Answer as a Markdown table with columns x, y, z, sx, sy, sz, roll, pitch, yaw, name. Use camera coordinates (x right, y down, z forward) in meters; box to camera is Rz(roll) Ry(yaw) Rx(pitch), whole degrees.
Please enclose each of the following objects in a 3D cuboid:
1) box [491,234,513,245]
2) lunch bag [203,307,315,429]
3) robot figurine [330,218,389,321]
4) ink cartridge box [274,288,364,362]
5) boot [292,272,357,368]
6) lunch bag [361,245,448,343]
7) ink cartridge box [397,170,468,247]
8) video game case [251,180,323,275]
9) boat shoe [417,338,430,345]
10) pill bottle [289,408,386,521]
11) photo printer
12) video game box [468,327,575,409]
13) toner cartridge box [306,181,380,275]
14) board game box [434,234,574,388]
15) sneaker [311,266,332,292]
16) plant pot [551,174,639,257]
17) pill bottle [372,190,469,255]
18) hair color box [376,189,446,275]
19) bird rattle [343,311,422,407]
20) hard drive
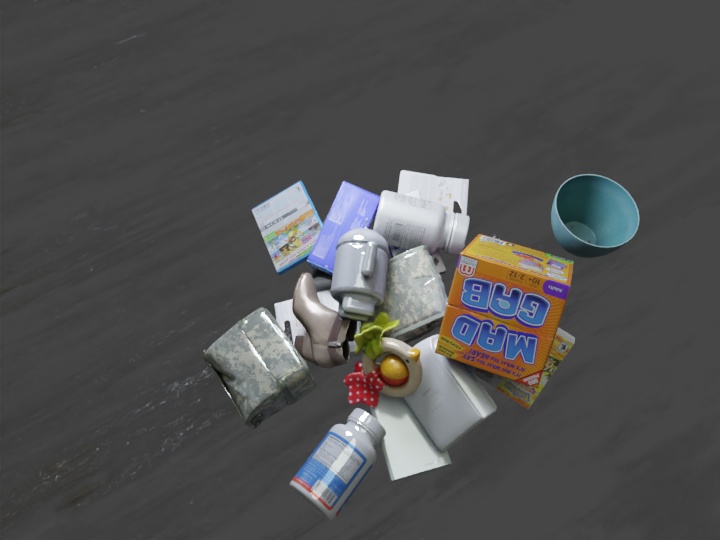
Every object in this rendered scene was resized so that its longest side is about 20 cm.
| x | y | z | sx | sy | sz | roll | pitch | yaw | name |
| --- | --- | --- | --- | --- | --- | --- | --- | --- | --- |
| 0.342 | 0.047 | 1.452 | 0.199 | 0.125 | 0.149 | 32 | 66 | 11 | box |
| -0.212 | 0.201 | 1.320 | 0.167 | 0.140 | 0.200 | -33 | 67 | -13 | lunch bag |
| 0.000 | 0.000 | 1.313 | 0.112 | 0.170 | 0.202 | 12 | 69 | -14 | robot figurine |
| -0.083 | 0.128 | 1.433 | 0.198 | 0.050 | 0.162 | -16 | 64 | 8 | ink cartridge box |
| -0.073 | 0.105 | 1.356 | 0.145 | 0.070 | 0.202 | -1 | 85 | 35 | boot |
| 0.096 | 0.061 | 1.375 | 0.199 | 0.117 | 0.165 | -29 | 69 | 29 | lunch bag |
| 0.173 | -0.145 | 1.583 | 0.174 | 0.045 | 0.202 | 8 | 63 | 1 | ink cartridge box |
| -0.165 | -0.103 | 1.511 | 0.142 | 0.018 | 0.201 | -29 | 59 | 4 | video game case |
| 0.190 | 0.233 | 1.370 | 0.075 | 0.074 | 0.201 | -23 | 67 | -19 | boat shoe |
| -0.038 | 0.376 | 1.259 | 0.112 | 0.113 | 0.200 | 35 | 65 | 13 | pill bottle |
| 0.161 | 0.240 | 1.289 | 0.069 | 0.167 | 0.201 | -17 | 64 | -41 | photo printer |
| 0.321 | 0.167 | 1.367 | 0.199 | 0.183 | 0.047 | 32 | 25 | 12 | video game box |
| -0.036 | -0.088 | 1.432 | 0.094 | 0.043 | 0.202 | 23 | 79 | 6 | toner cartridge box |
| 0.279 | 0.068 | 1.225 | 0.198 | 0.202 | 0.200 | 18 | 18 | 16 | board game box |
| -0.024 | -0.021 | 1.485 | 0.198 | 0.076 | 0.115 | -11 | 66 | -7 | sneaker |
| 0.546 | -0.111 | 1.544 | 0.198 | 0.135 | 0.202 | 2 | 63 | -3 | plant pot |
| 0.132 | -0.098 | 1.403 | 0.198 | 0.115 | 0.115 | 13 | 62 | 2 | pill bottle |
| 0.116 | -0.072 | 1.489 | 0.108 | 0.065 | 0.202 | -18 | 83 | -2 | hair color box |
| 0.045 | 0.198 | 1.282 | 0.162 | 0.202 | 0.112 | 16 | 22 | 25 | bird rattle |
| 0.097 | 0.326 | 1.344 | 0.130 | 0.026 | 0.202 | -12 | 64 | -11 | hard drive |
